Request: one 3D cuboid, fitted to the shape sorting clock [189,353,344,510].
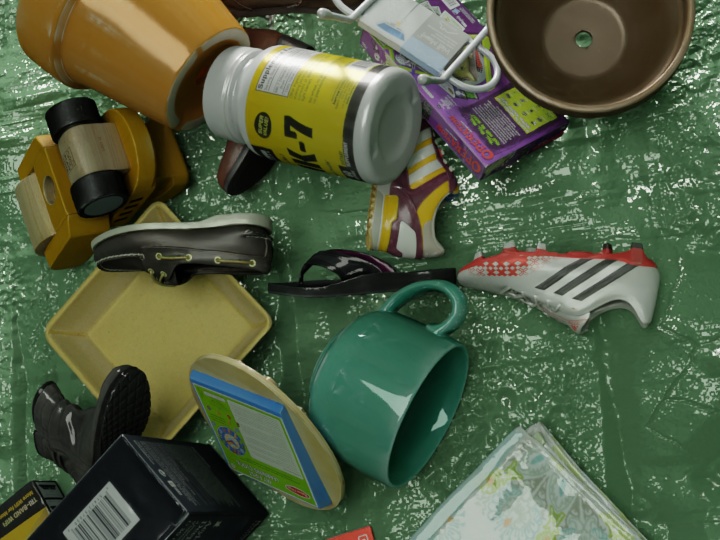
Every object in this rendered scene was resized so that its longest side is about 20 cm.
[{"bbox_3d":[-0.093,0.160,1.322,0.199,0.201,0.039,36,56,21],"label":"shape sorting clock"}]

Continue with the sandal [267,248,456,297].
[{"bbox_3d":[0.001,0.000,1.363,0.198,0.075,0.049,-5,91,18],"label":"sandal"}]

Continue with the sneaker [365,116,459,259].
[{"bbox_3d":[0.061,-0.109,1.374,0.089,0.075,0.202,10,80,-3],"label":"sneaker"}]

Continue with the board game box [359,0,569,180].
[{"bbox_3d":[0.104,-0.191,1.354,0.119,0.032,0.200,-26,67,-32],"label":"board game box"}]

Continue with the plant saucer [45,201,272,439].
[{"bbox_3d":[-0.213,0.064,1.443,0.200,0.048,0.200,45,96,19],"label":"plant saucer"}]

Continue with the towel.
[{"bbox_3d":[0.154,0.270,1.284,0.200,0.048,0.171,-46,70,7],"label":"towel"}]

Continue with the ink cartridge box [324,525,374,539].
[{"bbox_3d":[-0.048,0.375,1.338,0.172,0.044,0.202,-20,75,16],"label":"ink cartridge box"}]

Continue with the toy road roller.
[{"bbox_3d":[-0.280,-0.098,1.471,0.200,0.145,0.124,-40,66,48],"label":"toy road roller"}]

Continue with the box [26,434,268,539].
[{"bbox_3d":[-0.207,0.256,1.327,0.107,0.200,0.149,44,96,20],"label":"box"}]

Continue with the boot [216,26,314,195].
[{"bbox_3d":[-0.171,-0.195,1.461,0.198,0.068,0.190,21,88,21],"label":"boot"}]

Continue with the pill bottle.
[{"bbox_3d":[-0.050,-0.158,1.319,0.198,0.114,0.115,16,86,29],"label":"pill bottle"}]

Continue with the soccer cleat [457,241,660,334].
[{"bbox_3d":[0.191,0.020,1.304,0.198,0.069,0.086,-1,76,14],"label":"soccer cleat"}]

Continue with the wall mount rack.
[{"bbox_3d":[0.047,-0.240,1.309,0.199,0.075,0.174,34,54,10],"label":"wall mount rack"}]

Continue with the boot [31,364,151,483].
[{"bbox_3d":[-0.292,0.154,1.394,0.131,0.070,0.201,36,127,25],"label":"boot"}]

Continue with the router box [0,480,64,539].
[{"bbox_3d":[-0.379,0.349,1.448,0.200,0.052,0.158,-39,71,9],"label":"router box"}]

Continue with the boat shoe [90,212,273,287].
[{"bbox_3d":[-0.187,-0.016,1.384,0.199,0.072,0.061,-7,75,15],"label":"boat shoe"}]

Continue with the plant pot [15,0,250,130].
[{"bbox_3d":[-0.220,-0.247,1.386,0.183,0.200,0.201,39,94,16],"label":"plant pot"}]

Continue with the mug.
[{"bbox_3d":[0.028,0.105,1.306,0.114,0.153,0.186,25,63,22],"label":"mug"}]

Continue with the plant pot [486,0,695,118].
[{"bbox_3d":[0.221,-0.240,1.312,0.198,0.093,0.203,-1,80,4],"label":"plant pot"}]

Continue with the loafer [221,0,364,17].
[{"bbox_3d":[-0.060,-0.314,1.432,0.198,0.071,0.074,-11,78,5],"label":"loafer"}]
